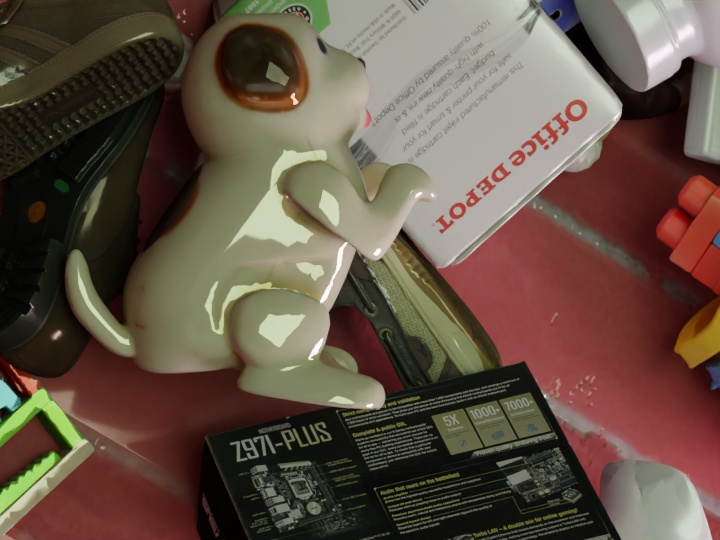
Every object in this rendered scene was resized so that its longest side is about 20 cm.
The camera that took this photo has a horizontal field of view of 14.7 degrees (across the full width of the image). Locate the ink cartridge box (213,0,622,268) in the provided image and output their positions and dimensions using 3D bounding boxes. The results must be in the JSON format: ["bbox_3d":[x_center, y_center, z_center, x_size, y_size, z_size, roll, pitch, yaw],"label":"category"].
[{"bbox_3d":[0.033,-0.125,1.618,0.146,0.084,0.200,-40,105,6],"label":"ink cartridge box"}]

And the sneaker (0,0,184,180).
[{"bbox_3d":[-0.195,-0.104,1.539,0.199,0.071,0.076,-23,53,-2],"label":"sneaker"}]

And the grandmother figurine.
[{"bbox_3d":[0.167,-0.144,1.728,0.121,0.061,0.200,39,67,-8],"label":"grandmother figurine"}]

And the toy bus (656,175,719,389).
[{"bbox_3d":[0.260,0.031,1.708,0.191,0.201,0.136,32,33,9],"label":"toy bus"}]

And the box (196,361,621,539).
[{"bbox_3d":[0.028,0.155,1.556,0.199,0.086,0.164,-13,49,-18],"label":"box"}]

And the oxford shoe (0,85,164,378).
[{"bbox_3d":[-0.155,-0.031,1.566,0.084,0.072,0.201,45,61,-44],"label":"oxford shoe"}]

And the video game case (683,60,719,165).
[{"bbox_3d":[0.283,-0.155,1.768,0.181,0.024,0.201,11,85,-40],"label":"video game case"}]

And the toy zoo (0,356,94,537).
[{"bbox_3d":[-0.254,0.064,1.525,0.131,0.020,0.200,-42,103,-23],"label":"toy zoo"}]

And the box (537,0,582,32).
[{"bbox_3d":[0.058,-0.220,1.670,0.119,0.041,0.200,-34,103,0],"label":"box"}]

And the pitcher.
[{"bbox_3d":[0.151,0.239,1.656,0.172,0.121,0.200,54,54,-20],"label":"pitcher"}]

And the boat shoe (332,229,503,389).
[{"bbox_3d":[0.000,0.000,1.625,0.066,0.072,0.201,-40,92,7],"label":"boat shoe"}]

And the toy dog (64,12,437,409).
[{"bbox_3d":[-0.056,-0.041,1.529,0.193,0.140,0.201,9,95,-1],"label":"toy dog"}]

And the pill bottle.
[{"bbox_3d":[0.228,-0.190,1.649,0.199,0.112,0.112,-31,99,-11],"label":"pill bottle"}]
